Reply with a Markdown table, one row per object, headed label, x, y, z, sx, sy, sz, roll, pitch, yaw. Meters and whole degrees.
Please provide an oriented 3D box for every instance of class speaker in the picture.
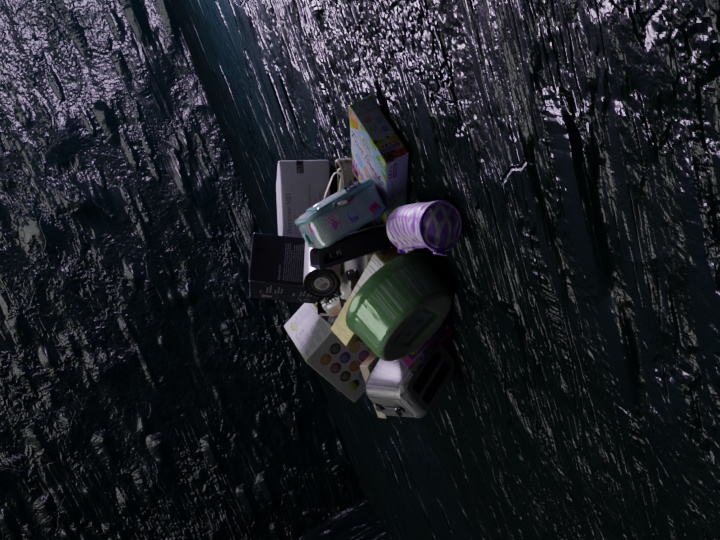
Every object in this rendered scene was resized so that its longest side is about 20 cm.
| label | x | y | z | sx | sy | sz | roll | pitch | yaw |
| --- | --- | --- | --- | --- | --- | --- | --- | --- | --- |
| speaker | -0.081 | -0.040 | 1.594 | 0.203 | 0.079 | 0.082 | -93 | -8 | -48 |

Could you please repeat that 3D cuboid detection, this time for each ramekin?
| label | x | y | z | sx | sy | sz | roll | pitch | yaw |
| --- | --- | --- | --- | --- | --- | --- | --- | --- | --- |
| ramekin | 0.077 | 0.074 | 1.381 | 0.098 | 0.198 | 0.202 | 48 | 161 | 27 |

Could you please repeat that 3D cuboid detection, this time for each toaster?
| label | x | y | z | sx | sy | sz | roll | pitch | yaw |
| --- | --- | --- | --- | --- | --- | --- | --- | --- | --- |
| toaster | 0.110 | 0.213 | 1.541 | 0.128 | 0.201 | 0.114 | 0 | 137 | 54 |

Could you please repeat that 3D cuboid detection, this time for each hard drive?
| label | x | y | z | sx | sy | sz | roll | pitch | yaw |
| --- | --- | --- | --- | --- | --- | --- | --- | --- | --- |
| hard drive | -0.002 | -0.051 | 1.448 | 0.135 | 0.196 | 0.043 | -167 | 59 | -77 |

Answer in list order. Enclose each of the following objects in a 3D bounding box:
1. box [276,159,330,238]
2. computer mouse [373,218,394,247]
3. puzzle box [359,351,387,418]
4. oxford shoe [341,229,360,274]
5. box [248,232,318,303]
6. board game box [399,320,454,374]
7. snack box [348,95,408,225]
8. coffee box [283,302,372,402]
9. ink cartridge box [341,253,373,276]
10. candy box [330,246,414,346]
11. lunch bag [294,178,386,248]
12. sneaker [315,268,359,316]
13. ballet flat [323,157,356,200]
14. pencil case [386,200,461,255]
| label | x | y | z | sx | sy | sz | roll | pitch | yaw |
| --- | --- | --- | --- | --- | --- | --- | --- | --- | --- |
| box | -0.143 | -0.147 | 1.858 | 0.200 | 0.127 | 0.205 | 121 | 146 | -75 |
| computer mouse | 0.081 | -0.005 | 1.543 | 0.202 | 0.043 | 0.111 | 57 | 164 | 34 |
| puzzle box | 0.079 | 0.212 | 1.646 | 0.025 | 0.200 | 0.136 | -3 | 116 | 39 |
| oxford shoe | -0.019 | -0.078 | 1.723 | 0.074 | 0.069 | 0.206 | 15 | 113 | 62 |
| box | -0.165 | 0.000 | 1.762 | 0.197 | 0.194 | 0.121 | 124 | 150 | -75 |
| board game box | 0.103 | 0.122 | 1.523 | 0.032 | 0.120 | 0.200 | 48 | 177 | -28 |
| snack box | 0.033 | -0.198 | 1.365 | 0.144 | 0.052 | 0.201 | 58 | 167 | 25 |
| coffee box | -0.046 | 0.170 | 1.901 | 0.200 | 0.198 | 0.200 | 44 | 180 | -31 |
| ink cartridge box | 0.000 | 0.000 | 1.635 | 0.200 | 0.047 | 0.149 | -135 | 40 | -65 |
| candy box | 0.031 | 0.048 | 1.464 | 0.055 | 0.114 | 0.202 | 42 | 122 | 21 |
| lunch bag | -0.044 | -0.102 | 1.384 | 0.078 | 0.158 | 0.200 | 62 | 170 | -5 |
| sneaker | -0.046 | 0.058 | 1.609 | 0.201 | 0.078 | 0.075 | 121 | 139 | -61 |
| ballet flat | -0.044 | -0.137 | 1.569 | 0.068 | 0.073 | 0.206 | -164 | 78 | -71 |
| pencil case | 0.102 | -0.070 | 1.246 | 0.200 | 0.082 | 0.088 | -176 | 98 | -77 |
